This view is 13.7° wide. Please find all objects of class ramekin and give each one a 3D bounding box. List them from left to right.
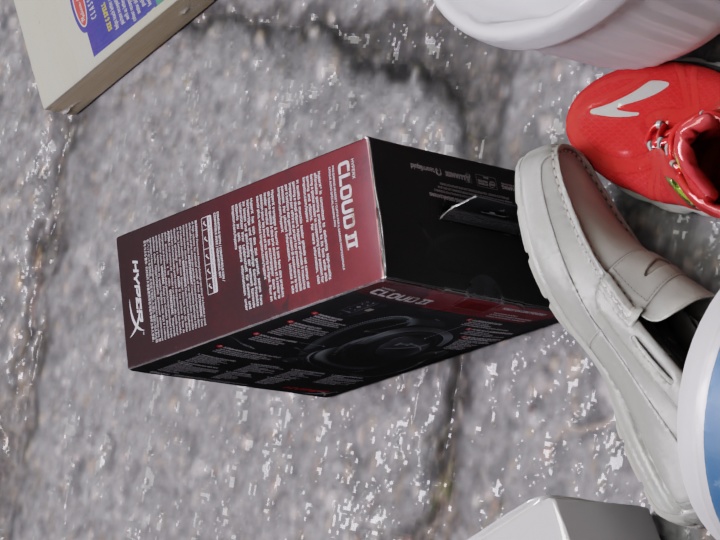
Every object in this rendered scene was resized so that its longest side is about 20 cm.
[{"bbox_3d":[0.125,-0.188,1.429,0.202,0.094,0.203,-28,51,41],"label":"ramekin"}]

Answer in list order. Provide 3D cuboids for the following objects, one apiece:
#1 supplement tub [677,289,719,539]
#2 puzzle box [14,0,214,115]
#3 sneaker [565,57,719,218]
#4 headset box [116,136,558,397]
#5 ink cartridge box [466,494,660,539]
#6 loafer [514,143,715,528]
[{"bbox_3d":[0.248,0.070,1.253,0.200,0.144,0.145,11,90,43],"label":"supplement tub"},{"bbox_3d":[-0.161,-0.209,1.772,0.133,0.025,0.201,-34,61,34],"label":"puzzle box"},{"bbox_3d":[0.166,-0.059,1.395,0.200,0.085,0.077,20,96,44],"label":"sneaker"},{"bbox_3d":[0.000,0.000,1.498,0.200,0.149,0.077,-21,69,40],"label":"headset box"},{"bbox_3d":[0.096,0.225,1.410,0.146,0.083,0.200,-36,60,34],"label":"ink cartridge box"},{"bbox_3d":[0.138,0.023,1.413,0.070,0.070,0.200,-35,75,30],"label":"loafer"}]
